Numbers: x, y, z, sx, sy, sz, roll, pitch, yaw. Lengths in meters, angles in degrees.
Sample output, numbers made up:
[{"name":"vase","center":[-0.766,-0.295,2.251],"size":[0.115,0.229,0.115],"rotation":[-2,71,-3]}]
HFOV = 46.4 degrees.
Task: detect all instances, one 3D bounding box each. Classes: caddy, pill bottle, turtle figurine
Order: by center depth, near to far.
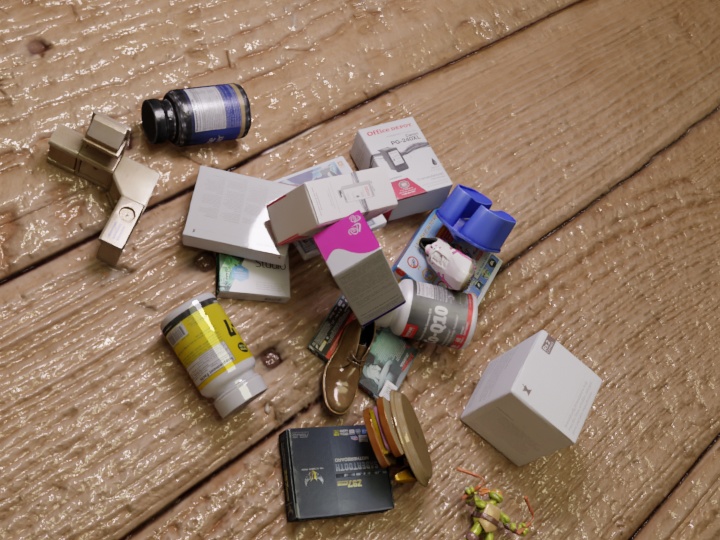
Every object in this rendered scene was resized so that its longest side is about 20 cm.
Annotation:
[{"name":"pill bottle","center":[-0.256,0.151,1.482],"size":[0.114,0.114,0.201],"rotation":[-30,82,-34]},{"name":"turtle figurine","center":[0.232,0.477,1.602],"size":[0.199,0.064,0.162],"rotation":[36,63,-17]},{"name":"pill bottle","center":[-0.326,-0.307,1.666],"size":[0.198,0.112,0.113],"rotation":[-14,73,-30]},{"name":"pill bottle","center":[0.123,0.082,1.670],"size":[0.197,0.114,0.115],"rotation":[13,61,-8]},{"name":"caddy","center":[0.238,-0.098,1.761],"size":[0.141,0.106,0.199],"rotation":[42,17,23]}]

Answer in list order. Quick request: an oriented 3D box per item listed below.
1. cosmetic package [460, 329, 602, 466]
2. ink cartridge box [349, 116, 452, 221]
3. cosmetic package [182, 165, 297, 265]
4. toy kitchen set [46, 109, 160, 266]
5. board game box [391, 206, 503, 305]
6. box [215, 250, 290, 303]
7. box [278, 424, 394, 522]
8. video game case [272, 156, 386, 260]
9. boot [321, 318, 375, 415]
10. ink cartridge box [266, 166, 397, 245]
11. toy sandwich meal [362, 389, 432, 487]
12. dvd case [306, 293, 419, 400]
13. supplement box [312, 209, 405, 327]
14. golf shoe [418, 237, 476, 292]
[{"name":"cosmetic package","center":[0.338,0.258,1.676],"size":[0.165,0.200,0.165],"rotation":[39,56,-4]},{"name":"ink cartridge box","center":[0.086,-0.223,1.817],"size":[0.144,0.084,0.201],"rotation":[-17,63,-23]},{"name":"cosmetic package","center":[-0.227,-0.104,1.605],"size":[0.197,0.052,0.153],"rotation":[12,62,-6]},{"name":"toy kitchen set","center":[-0.476,-0.156,1.488],"size":[0.198,0.163,0.182],"rotation":[26,58,-13]},{"name":"board game box","center":[0.185,-0.004,1.811],"size":[0.195,0.056,0.201],"rotation":[39,56,-5]},{"name":"box","center":[-0.211,-0.039,1.642],"size":[0.143,0.036,0.203],"rotation":[6,63,-24]},{"name":"box","center":[-0.044,0.365,1.524],"size":[0.197,0.051,0.160],"rotation":[3,66,-26]},{"name":"video game case","center":[-0.073,-0.131,1.698],"size":[0.198,0.023,0.183],"rotation":[-24,68,-26]},{"name":"boot","center":[-0.020,0.174,1.589],"size":[0.073,0.075,0.202],"rotation":[25,59,-15]},{"name":"ink cartridge box","center":[-0.053,-0.121,1.566],"size":[0.198,0.146,0.084],"rotation":[-17,86,-39]},{"name":"toy sandwich meal","center":[0.071,0.315,1.552],"size":[0.069,0.205,0.208],"rotation":[-21,73,9]},{"name":"dvd case","center":[0.007,0.157,1.667],"size":[0.199,0.022,0.147],"rotation":[36,56,-5]},{"name":"supplement box","center":[0.000,0.000,1.530],"size":[0.103,0.200,0.102],"rotation":[-29,57,0]},{"name":"golf shoe","center":[0.170,-0.014,1.684],"size":[0.091,0.200,0.073],"rotation":[21,102,-16]}]
